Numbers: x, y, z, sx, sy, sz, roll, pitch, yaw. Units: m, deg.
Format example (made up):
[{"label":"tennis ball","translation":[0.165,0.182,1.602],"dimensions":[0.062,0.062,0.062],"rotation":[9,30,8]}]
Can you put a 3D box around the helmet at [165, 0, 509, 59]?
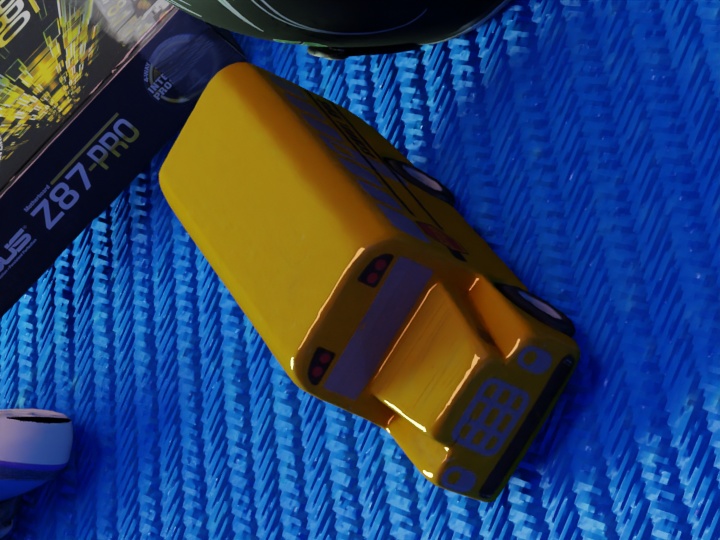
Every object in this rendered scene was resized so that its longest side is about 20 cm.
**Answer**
[{"label":"helmet","translation":[-0.023,-0.186,1.048],"dimensions":[0.200,0.190,0.201],"rotation":[-31,48,43]}]

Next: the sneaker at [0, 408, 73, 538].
[{"label":"sneaker","translation":[-0.197,0.133,1.228],"dimensions":[0.199,0.080,0.147],"rotation":[-5,83,40]}]

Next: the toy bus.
[{"label":"toy bus","translation":[0.000,0.000,0.994],"dimensions":[0.065,0.078,0.200],"rotation":[-58,31,12]}]

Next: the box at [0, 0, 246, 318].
[{"label":"box","translation":[-0.144,-0.089,1.290],"dimensions":[0.161,0.049,0.200],"rotation":[-43,34,7]}]
